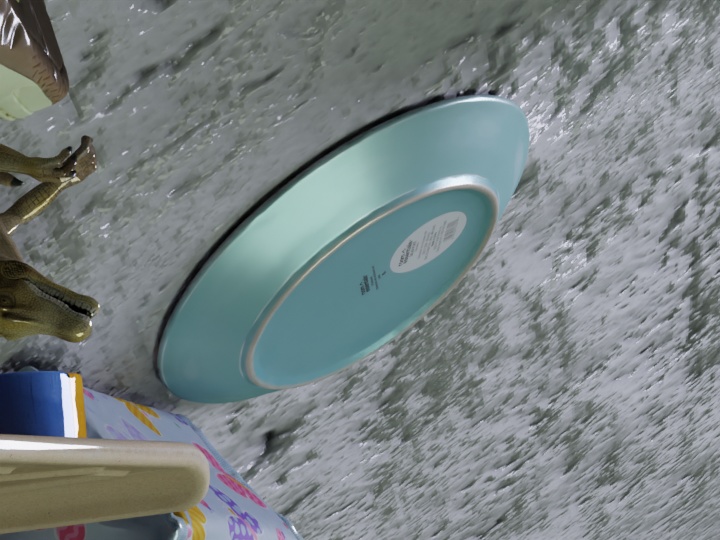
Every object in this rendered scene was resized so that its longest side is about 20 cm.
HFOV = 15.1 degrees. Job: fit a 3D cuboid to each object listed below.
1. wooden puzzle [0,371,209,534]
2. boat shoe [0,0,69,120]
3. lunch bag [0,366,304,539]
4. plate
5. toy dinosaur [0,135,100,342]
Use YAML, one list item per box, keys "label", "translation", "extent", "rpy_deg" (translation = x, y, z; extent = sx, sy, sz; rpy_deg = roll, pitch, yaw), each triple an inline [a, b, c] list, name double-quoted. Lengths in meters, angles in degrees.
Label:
- label: "wooden puzzle"
  translation: [-0.176, 0.060, 0.933]
  extent: [0.185, 0.046, 0.200]
  rpy_deg: [-10, 166, 26]
- label: "boat shoe"
  translation: [-0.143, -0.084, 0.753]
  extent: [0.076, 0.072, 0.200]
  rpy_deg: [-20, 154, 3]
- label: "lunch bag"
  translation: [-0.143, 0.150, 1.150]
  extent: [0.200, 0.127, 0.170]
  rpy_deg: [-50, 159, 6]
- label: "plate"
  translation: [0.000, 0.000, 1.200]
  extent: [0.200, 0.026, 0.200]
  rpy_deg: [-31, 157, -15]
- label: "toy dinosaur"
  translation: [-0.149, -0.016, 0.865]
  extent: [0.101, 0.200, 0.058]
  rpy_deg: [-54, 125, -31]
